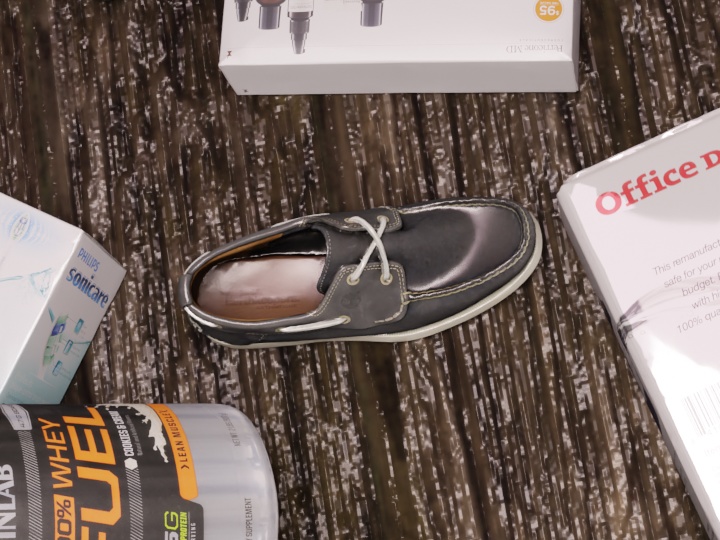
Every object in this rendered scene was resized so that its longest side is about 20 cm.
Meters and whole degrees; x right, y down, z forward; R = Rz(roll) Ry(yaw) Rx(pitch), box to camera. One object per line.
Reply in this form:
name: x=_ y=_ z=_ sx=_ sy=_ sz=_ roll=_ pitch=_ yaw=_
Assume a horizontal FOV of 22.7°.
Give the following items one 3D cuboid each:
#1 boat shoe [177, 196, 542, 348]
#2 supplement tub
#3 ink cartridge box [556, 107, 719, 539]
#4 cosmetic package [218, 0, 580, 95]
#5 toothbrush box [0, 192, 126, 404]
boat shoe: x=0.000 y=0.000 z=0.970 sx=0.199 sy=0.068 sz=0.072 roll=-11 pitch=72 yaw=6
supplement tub: x=-0.151 y=0.127 z=0.891 sx=0.199 sy=0.122 sz=0.123 roll=1 pitch=72 yaw=-26
ink cartridge box: x=0.206 y=0.024 z=0.914 sx=0.144 sy=0.084 sz=0.201 roll=-24 pitch=73 yaw=3
cosmetic package: x=0.023 y=-0.146 z=1.012 sx=0.199 sy=0.051 sz=0.083 roll=0 pitch=76 yaw=11
toothbrush box: x=-0.244 y=0.048 z=0.993 sx=0.146 sy=0.085 sz=0.201 roll=24 pitch=80 yaw=15
